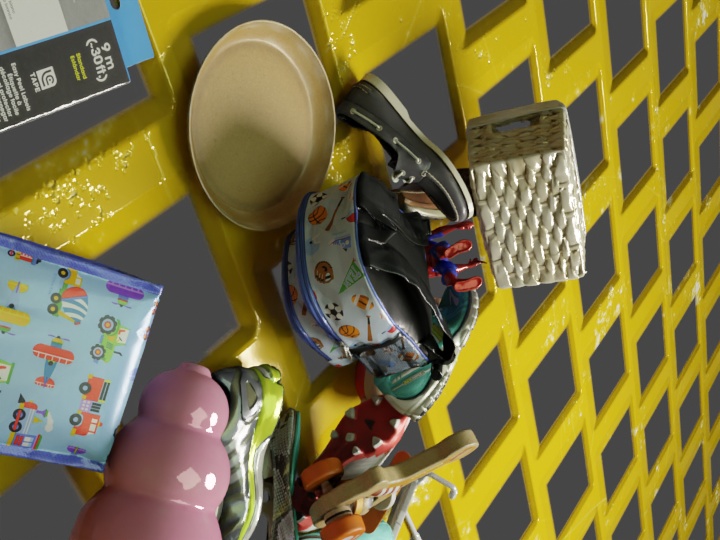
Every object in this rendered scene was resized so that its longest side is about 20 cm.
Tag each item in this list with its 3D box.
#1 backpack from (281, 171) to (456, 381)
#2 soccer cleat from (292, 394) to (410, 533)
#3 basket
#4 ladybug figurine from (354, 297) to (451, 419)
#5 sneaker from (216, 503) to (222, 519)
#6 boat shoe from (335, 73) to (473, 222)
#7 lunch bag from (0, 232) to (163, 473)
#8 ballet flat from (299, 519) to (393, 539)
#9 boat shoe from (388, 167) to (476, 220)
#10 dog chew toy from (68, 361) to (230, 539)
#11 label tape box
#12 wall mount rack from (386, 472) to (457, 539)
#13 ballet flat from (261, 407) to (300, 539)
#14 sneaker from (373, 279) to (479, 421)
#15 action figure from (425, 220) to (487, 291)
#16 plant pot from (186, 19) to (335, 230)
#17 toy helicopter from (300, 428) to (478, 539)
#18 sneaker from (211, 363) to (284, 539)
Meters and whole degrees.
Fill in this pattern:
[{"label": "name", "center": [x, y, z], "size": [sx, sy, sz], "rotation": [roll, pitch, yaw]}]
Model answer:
[{"label": "backpack", "center": [0.000, 0.000, 0.819], "size": [0.191, 0.151, 0.204], "rotation": [56, 21, -53]}, {"label": "soccer cleat", "center": [-0.012, 0.225, 0.920], "size": [0.200, 0.068, 0.085], "rotation": [-48, 147, -2]}, {"label": "basket", "center": [0.213, -0.091, 1.008], "size": [0.124, 0.132, 0.204], "rotation": [-72, 148, -55]}, {"label": "ladybug figurine", "center": [0.057, 0.110, 1.000], "size": [0.199, 0.071, 0.139], "rotation": [-36, 124, -40]}, {"label": "sneaker", "center": [-0.193, 0.237, 0.722], "size": [0.114, 0.074, 0.206], "rotation": [-10, 108, -51]}, {"label": "boat shoe", "center": [0.048, -0.126, 0.895], "size": [0.062, 0.073, 0.201], "rotation": [-40, 93, -15]}, {"label": "lunch bag", "center": [-0.272, 0.052, 0.589], "size": [0.198, 0.093, 0.154], "rotation": [22, 84, -41]}, {"label": "ballet flat", "center": [-0.047, 0.335, 0.913], "size": [0.197, 0.070, 0.069], "rotation": [-2, 73, -45]}, {"label": "boat shoe", "center": [0.088, -0.103, 0.999], "size": [0.198, 0.074, 0.076], "rotation": [-9, 100, -57]}, {"label": "dog chew toy", "center": [-0.164, 0.178, 0.654], "size": [0.124, 0.122, 0.205], "rotation": [33, 63, -48]}, {"label": "label tape box", "center": [-0.234, -0.202, 0.584], "size": [0.199, 0.062, 0.147], "rotation": [-36, 125, -40]}, {"label": "wall mount rack", "center": [0.061, 0.363, 1.047], "size": [0.201, 0.073, 0.175], "rotation": [-59, 176, -43]}, {"label": "ballet flat", "center": [-0.094, 0.241, 0.831], "size": [0.072, 0.071, 0.205], "rotation": [36, 42, -48]}, {"label": "sneaker", "center": [0.080, 0.077, 0.915], "size": [0.201, 0.079, 0.078], "rotation": [-57, -179, -40]}, {"label": "action figure", "center": [0.121, -0.022, 0.960], "size": [0.097, 0.200, 0.067], "rotation": [-17, 99, -10]}, {"label": "plant pot", "center": [-0.100, -0.143, 0.790], "size": [0.198, 0.027, 0.206], "rotation": [-13, 107, -48]}, {"label": "toy helicopter", "center": [0.038, 0.228, 0.849], "size": [0.196, 0.080, 0.133], "rotation": [-26, 152, 0]}, {"label": "sneaker", "center": [-0.140, 0.190, 0.792], "size": [0.080, 0.073, 0.205], "rotation": [17, 79, -41]}]
